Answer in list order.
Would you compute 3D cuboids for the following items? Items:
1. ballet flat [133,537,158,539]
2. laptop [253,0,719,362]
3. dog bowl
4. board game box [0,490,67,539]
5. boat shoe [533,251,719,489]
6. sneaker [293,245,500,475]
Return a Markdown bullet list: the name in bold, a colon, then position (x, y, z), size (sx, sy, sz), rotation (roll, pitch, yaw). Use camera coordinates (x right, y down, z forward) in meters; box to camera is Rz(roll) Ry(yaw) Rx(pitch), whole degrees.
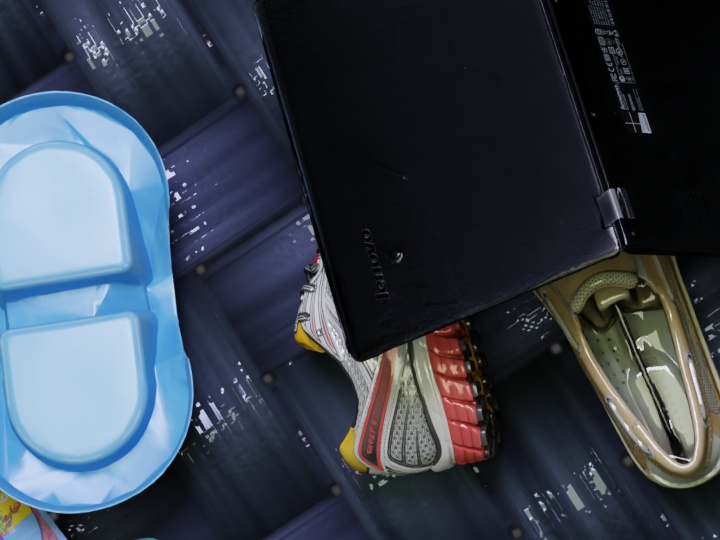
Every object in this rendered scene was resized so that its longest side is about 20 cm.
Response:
- **ballet flat**: position (-0.165, 0.193, 1.390), size (0.199, 0.071, 0.065), rotation (-24, 108, 10)
- **laptop**: position (0.083, -0.066, 1.326), size (0.116, 0.199, 0.188), rotation (-42, 56, 46)
- **dog bowl**: position (-0.136, 0.017, 1.390), size (0.111, 0.050, 0.201), rotation (-9, 80, 4)
- **board game box**: position (-0.211, 0.158, 1.357), size (0.158, 0.039, 0.200), rotation (-39, 51, -4)
- **boat shoe**: position (0.114, 0.005, 1.339), size (0.072, 0.076, 0.200), rotation (-32, 79, 8)
- **sneaker**: position (0.000, 0.000, 1.360), size (0.082, 0.078, 0.201), rotation (-17, 82, 10)
